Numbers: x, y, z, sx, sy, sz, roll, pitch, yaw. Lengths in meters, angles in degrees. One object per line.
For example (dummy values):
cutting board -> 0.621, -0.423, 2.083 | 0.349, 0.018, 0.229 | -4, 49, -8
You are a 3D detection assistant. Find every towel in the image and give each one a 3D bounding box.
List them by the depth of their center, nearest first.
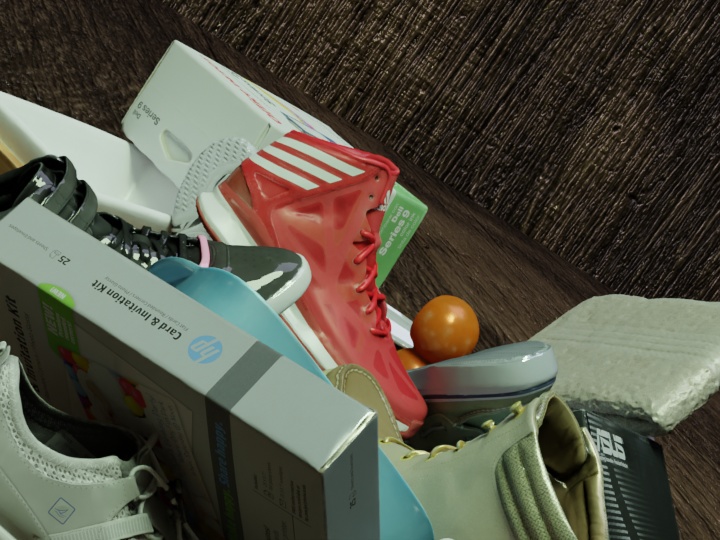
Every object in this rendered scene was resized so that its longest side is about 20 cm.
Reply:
towel -> 0.181, 0.064, 1.079 | 0.199, 0.132, 0.035 | 4, -56, 58

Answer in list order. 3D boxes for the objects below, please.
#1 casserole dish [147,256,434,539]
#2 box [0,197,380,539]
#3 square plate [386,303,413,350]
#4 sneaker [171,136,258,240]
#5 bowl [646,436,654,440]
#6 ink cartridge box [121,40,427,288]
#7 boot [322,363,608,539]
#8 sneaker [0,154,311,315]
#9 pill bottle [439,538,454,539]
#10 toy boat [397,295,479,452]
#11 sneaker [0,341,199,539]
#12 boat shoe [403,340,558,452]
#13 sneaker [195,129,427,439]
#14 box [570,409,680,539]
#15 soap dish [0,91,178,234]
casserole dish -> -0.047, 0.084, 0.758 | 0.201, 0.039, 0.121 | 53, -33, -13
box -> -0.080, 0.072, 0.709 | 0.199, 0.041, 0.157 | 31, -34, 25
square plate -> -0.020, 0.029, 1.320 | 0.197, 0.029, 0.200 | 34, -9, -1
sneaker -> -0.069, 0.017, 1.074 | 0.115, 0.074, 0.202 | 34, 45, -66
bowl -> 0.156, 0.146, 1.196 | 0.089, 0.203, 0.201 | -5, 17, -6
ink cartridge box -> -0.065, -0.078, 1.211 | 0.199, 0.088, 0.145 | 23, 14, -48
boot -> 0.048, 0.104, 0.836 | 0.072, 0.154, 0.201 | 26, 36, -38
sneaker -> -0.127, -0.012, 0.828 | 0.198, 0.100, 0.071 | -7, 29, -3
pill bottle -> 0.085, 0.221, 0.692 | 0.199, 0.115, 0.114 | 36, 10, 4
toy boat -> 0.038, 0.075, 1.165 | 0.199, 0.131, 0.131 | 35, 10, 3
sneaker -> -0.101, 0.110, 0.669 | 0.199, 0.082, 0.075 | 38, 8, -22
boat shoe -> 0.070, 0.087, 1.020 | 0.071, 0.063, 0.200 | -13, -3, -25
sneaker -> 0.000, 0.000, 0.972 | 0.200, 0.115, 0.078 | 49, 5, -8
box -> 0.152, 0.188, 0.908 | 0.200, 0.047, 0.195 | 28, 53, -64
soap dish -> -0.186, -0.039, 1.104 | 0.157, 0.082, 0.199 | 42, 12, 33
